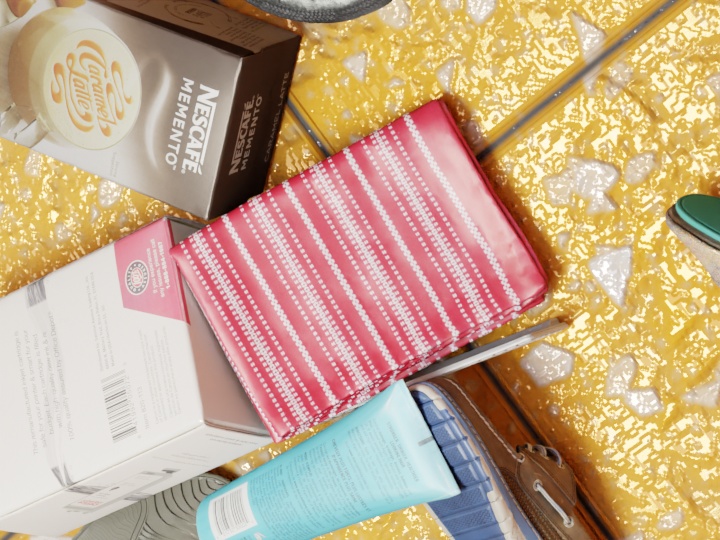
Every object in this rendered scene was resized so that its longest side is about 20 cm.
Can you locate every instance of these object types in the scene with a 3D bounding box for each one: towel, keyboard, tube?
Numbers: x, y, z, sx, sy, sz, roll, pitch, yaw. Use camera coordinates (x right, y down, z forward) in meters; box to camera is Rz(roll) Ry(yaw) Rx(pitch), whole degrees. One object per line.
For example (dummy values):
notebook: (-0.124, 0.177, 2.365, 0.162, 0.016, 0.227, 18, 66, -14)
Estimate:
towel: (0.000, 0.000, 1.702, 0.200, 0.022, 0.145, -29, 87, 5)
keyboard: (0.036, 0.070, 1.728, 0.200, 0.056, 0.011, -23, 91, 29)
tube: (-0.024, 0.135, 1.731, 0.200, 0.050, 0.078, -27, 95, 42)

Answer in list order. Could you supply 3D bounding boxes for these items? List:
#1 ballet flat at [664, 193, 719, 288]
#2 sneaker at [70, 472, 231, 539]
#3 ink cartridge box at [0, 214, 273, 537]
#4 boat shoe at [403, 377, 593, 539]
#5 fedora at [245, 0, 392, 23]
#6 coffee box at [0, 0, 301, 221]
ballet flat: (0.265, 0.016, 1.598, 0.200, 0.068, 0.067, 20, 119, 22)
sneaker: (-0.155, 0.212, 1.861, 0.200, 0.106, 0.075, -35, 65, 2)
ink cartridge box: (-0.164, 0.072, 1.785, 0.200, 0.083, 0.147, -25, 66, 30)
boat shoe: (0.094, 0.145, 1.709, 0.072, 0.072, 0.200, -15, 108, 52)
fedora: (-0.026, -0.251, 1.651, 0.200, 0.092, 0.201, 7, 109, 22)
coffee box: (-0.152, -0.125, 1.754, 0.200, 0.080, 0.115, 21, 112, 20)
